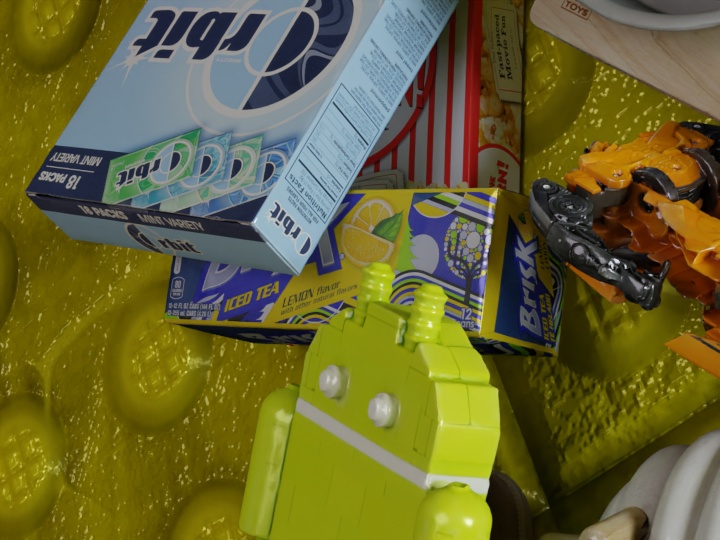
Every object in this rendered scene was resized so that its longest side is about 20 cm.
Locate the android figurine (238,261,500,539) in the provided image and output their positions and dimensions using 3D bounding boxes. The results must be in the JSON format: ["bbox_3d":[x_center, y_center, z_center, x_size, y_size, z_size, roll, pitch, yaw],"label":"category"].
[{"bbox_3d":[0.004,0.099,0.890,0.182,0.041,0.201,28,109,59],"label":"android figurine"}]

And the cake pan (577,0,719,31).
[{"bbox_3d":[0.158,-0.190,0.883,0.199,0.037,0.202,-15,65,36],"label":"cake pan"}]

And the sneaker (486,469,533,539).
[{"bbox_3d":[0.014,0.179,0.970,0.070,0.075,0.201,17,80,47],"label":"sneaker"}]

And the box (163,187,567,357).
[{"bbox_3d":[0.000,0.000,0.991,0.199,0.064,0.071,1,80,41],"label":"box"}]

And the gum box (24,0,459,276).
[{"bbox_3d":[-0.050,-0.099,1.022,0.169,0.045,0.201,9,60,43],"label":"gum box"}]

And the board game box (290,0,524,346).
[{"bbox_3d":[0.011,-0.069,1.072,0.151,0.046,0.201,-9,73,39],"label":"board game box"}]

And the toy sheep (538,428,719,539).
[{"bbox_3d":[0.156,0.124,0.838,0.199,0.138,0.139,9,85,33],"label":"toy sheep"}]

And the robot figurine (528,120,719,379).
[{"bbox_3d":[0.164,-0.001,0.872,0.200,0.144,0.059,34,133,42],"label":"robot figurine"}]

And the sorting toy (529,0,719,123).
[{"bbox_3d":[0.204,-0.150,0.902,0.200,0.069,0.200,34,98,42],"label":"sorting toy"}]
